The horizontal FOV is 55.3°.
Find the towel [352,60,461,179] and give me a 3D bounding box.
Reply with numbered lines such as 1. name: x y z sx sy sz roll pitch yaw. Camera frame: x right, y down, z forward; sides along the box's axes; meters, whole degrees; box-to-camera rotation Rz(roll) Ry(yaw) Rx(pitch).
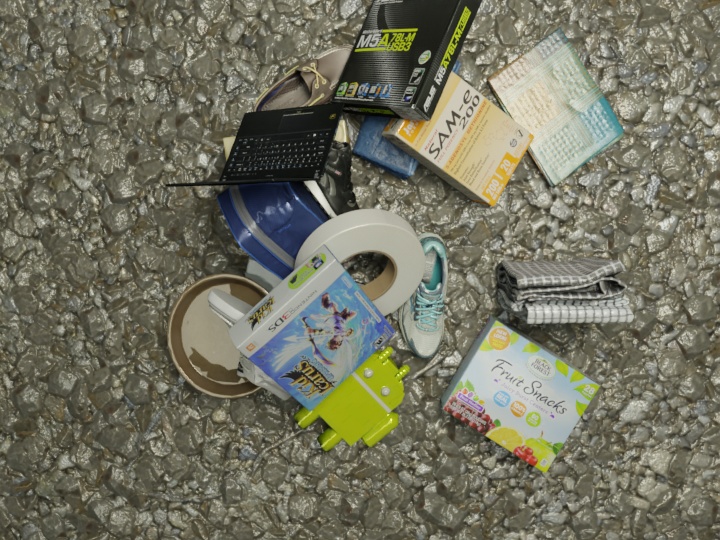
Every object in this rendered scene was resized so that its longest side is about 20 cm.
1. towel: 0.071 -0.256 1.090 0.110 0.049 0.204 24 96 1

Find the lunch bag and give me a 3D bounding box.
1. lunch bag: -0.118 -0.067 1.049 0.131 0.200 0.137 -36 50 10

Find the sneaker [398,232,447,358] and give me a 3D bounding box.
1. sneaker: 0.102 0.044 1.096 0.076 0.086 0.205 1 96 -1

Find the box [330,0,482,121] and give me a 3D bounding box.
1. box: 0.062 -0.320 1.007 0.047 0.198 0.197 24 87 -42

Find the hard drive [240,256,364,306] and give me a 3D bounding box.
1. hard drive: -0.102 0.067 1.137 0.195 0.033 0.143 14 96 1

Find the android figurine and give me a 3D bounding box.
1. android figurine: -0.009 0.205 1.125 0.199 0.041 0.183 -39 111 6

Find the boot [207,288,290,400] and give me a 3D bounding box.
1. boot: -0.169 0.120 1.060 0.198 0.074 0.096 36 96 -7

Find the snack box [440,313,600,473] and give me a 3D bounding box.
1. snack box: 0.255 0.197 1.116 0.198 0.068 0.171 32 96 -2

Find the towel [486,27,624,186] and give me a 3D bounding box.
1. towel: 0.310 -0.259 1.094 0.145 0.022 0.202 -33 91 4

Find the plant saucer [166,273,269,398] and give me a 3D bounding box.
1. plant saucer: -0.215 0.105 1.115 0.195 0.029 0.205 0 96 2

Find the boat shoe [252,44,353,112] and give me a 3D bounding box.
1. boat shoe: -0.085 -0.291 1.087 0.198 0.060 0.073 -32 91 5

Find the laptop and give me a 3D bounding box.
1. laptop: -0.137 -0.171 0.925 0.174 0.104 0.204 1 62 26

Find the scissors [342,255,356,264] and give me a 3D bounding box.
1. scissors: -0.082 0.013 1.043 0.199 0.073 0.014 -42 53 17

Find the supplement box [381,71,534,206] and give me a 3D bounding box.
1. supplement box: 0.149 -0.205 1.047 0.198 0.073 0.128 31 93 -19

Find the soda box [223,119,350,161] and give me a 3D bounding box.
1. soda box: -0.113 -0.190 1.097 0.195 0.064 0.069 -7 95 4

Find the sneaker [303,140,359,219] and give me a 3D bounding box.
1. sneaker: -0.037 -0.143 1.038 0.087 0.076 0.201 -35 117 12

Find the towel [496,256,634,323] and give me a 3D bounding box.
1. towel: 0.296 0.024 1.031 0.161 0.200 0.088 -1 95 2

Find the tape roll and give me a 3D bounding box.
1. tape roll: 0.000 0.000 1.023 0.198 0.037 0.206 -11 134 -11

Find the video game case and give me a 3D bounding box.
1. video game case: -0.063 0.090 0.994 0.181 0.046 0.200 -41 133 -1
